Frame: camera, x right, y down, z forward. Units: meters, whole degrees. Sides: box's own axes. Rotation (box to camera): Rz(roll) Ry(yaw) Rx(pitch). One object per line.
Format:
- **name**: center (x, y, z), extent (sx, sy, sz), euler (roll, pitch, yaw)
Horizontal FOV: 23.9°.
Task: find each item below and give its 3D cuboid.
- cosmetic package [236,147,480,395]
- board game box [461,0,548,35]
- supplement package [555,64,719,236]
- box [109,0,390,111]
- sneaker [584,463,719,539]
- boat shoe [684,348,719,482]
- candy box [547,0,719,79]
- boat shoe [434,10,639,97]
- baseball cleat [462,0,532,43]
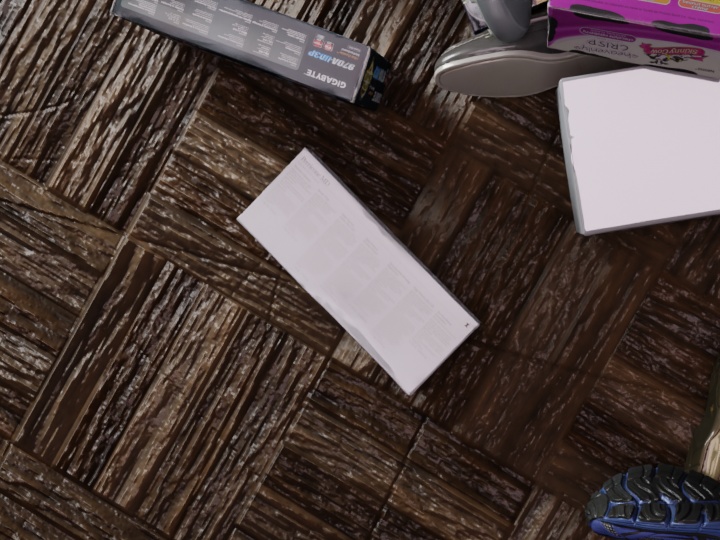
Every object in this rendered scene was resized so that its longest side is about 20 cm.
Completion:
- **cosmetic package**: center (0.000, 0.000, 1.375), extent (0.083, 0.051, 0.200), euler (-44, 87, 7)
- **board game box**: center (0.158, -0.290, 1.361), extent (0.199, 0.035, 0.137), euler (-23, 88, 6)
- **supplement package**: center (0.257, -0.101, 1.311), extent (0.198, 0.120, 0.123), euler (-8, 91, 6)
- **box**: center (-0.080, -0.180, 1.326), extent (0.198, 0.159, 0.046), euler (20, 94, 5)
- **sneaker**: center (0.268, 0.204, 1.293), extent (0.198, 0.075, 0.079), euler (8, 116, 3)
- **boat shoe**: center (0.310, 0.104, 1.338), extent (0.067, 0.072, 0.202), euler (15, 99, 1)
- **candy box**: center (0.223, -0.251, 1.264), extent (0.135, 0.061, 0.202), euler (12, 67, 10)
- **boat shoe**: center (0.155, -0.183, 1.355), extent (0.198, 0.067, 0.057), euler (-8, 65, 2)
- **baseball cleat**: center (0.123, -0.279, 1.295), extent (0.106, 0.070, 0.202), euler (-13, 83, 34)
